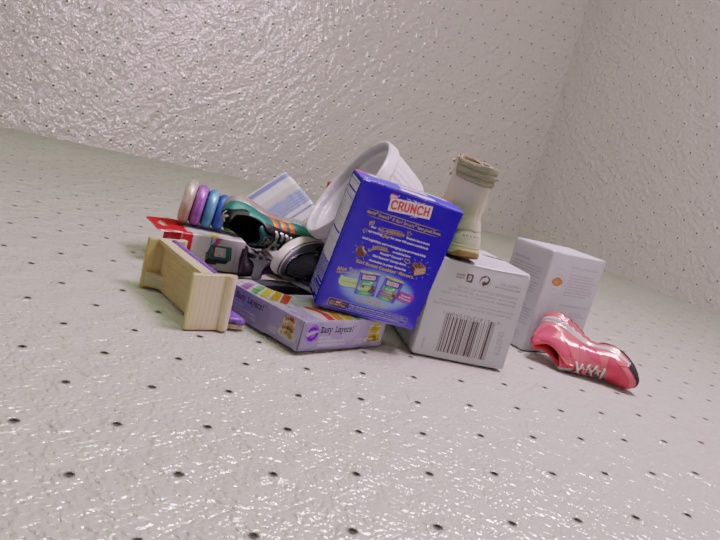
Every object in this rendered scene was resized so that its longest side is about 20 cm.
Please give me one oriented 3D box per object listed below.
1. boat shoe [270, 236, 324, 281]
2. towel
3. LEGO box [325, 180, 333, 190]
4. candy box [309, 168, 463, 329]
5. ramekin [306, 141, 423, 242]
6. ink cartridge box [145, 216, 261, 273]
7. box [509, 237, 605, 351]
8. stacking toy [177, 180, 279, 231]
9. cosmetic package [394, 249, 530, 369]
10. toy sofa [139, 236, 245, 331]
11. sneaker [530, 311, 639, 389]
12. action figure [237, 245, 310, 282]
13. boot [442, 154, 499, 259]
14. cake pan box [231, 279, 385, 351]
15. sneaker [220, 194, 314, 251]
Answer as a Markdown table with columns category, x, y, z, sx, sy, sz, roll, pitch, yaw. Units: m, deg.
| category | x | y | z | sx | sy | sz | roll | pitch | yaw |
| --- | --- | --- | --- | --- | --- | --- | --- | --- | --- |
| boat shoe | -0.062 | -0.006 | 1.125 | 0.093 | 0.075 | 0.200 | 37 | 24 | 23 |
| towel | -0.155 | -0.096 | 1.326 | 0.200 | 0.147 | 0.024 | 50 | -11 | 20 |
| LEGO box | -0.019 | -0.085 | 1.471 | 0.149 | 0.200 | 0.077 | 20 | 13 | 24 |
| candy box | 0.036 | -0.030 | 0.976 | 0.169 | 0.200 | 0.077 | 16 | 18 | -21 |
| ramekin | 0.014 | -0.108 | 1.094 | 0.105 | 0.200 | 0.200 | 41 | 2 | -20 |
| ink cartridge box | -0.305 | -0.048 | 1.246 | 0.200 | 0.067 | 0.116 | 8 | 12 | -32 |
| box | 0.369 | 0.051 | 1.292 | 0.152 | 0.200 | 0.106 | 9 | 12 | -31 |
| stacking toy | -0.242 | -0.101 | 1.246 | 0.200 | 0.085 | 0.085 | 19 | 10 | -13 |
| cosmetic package | 0.159 | 0.047 | 1.120 | 0.165 | 0.165 | 0.200 | 12 | 11 | -13 |
| toy sofa | -0.243 | 0.017 | 0.960 | 0.097 | 0.083 | 0.200 | 5 | 14 | -38 |
| sneaker | 0.395 | 0.162 | 1.169 | 0.200 | 0.074 | 0.087 | 35 | 60 | 26 |
| action figure | -0.127 | 0.006 | 1.215 | 0.200 | 0.069 | 0.130 | 14 | 8 | -15 |
| boot | 0.152 | -0.113 | 1.070 | 0.072 | 0.155 | 0.200 | 9 | 12 | -21 |
| cake pan box | -0.090 | 0.065 | 1.009 | 0.200 | 0.052 | 0.184 | 23 | 11 | 41 |
| sneaker | -0.159 | -0.061 | 1.172 | 0.200 | 0.071 | 0.080 | 23 | 32 | -18 |
